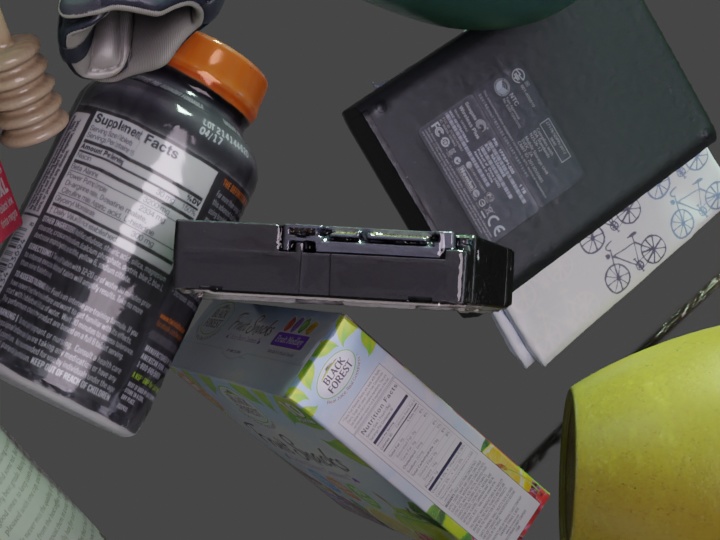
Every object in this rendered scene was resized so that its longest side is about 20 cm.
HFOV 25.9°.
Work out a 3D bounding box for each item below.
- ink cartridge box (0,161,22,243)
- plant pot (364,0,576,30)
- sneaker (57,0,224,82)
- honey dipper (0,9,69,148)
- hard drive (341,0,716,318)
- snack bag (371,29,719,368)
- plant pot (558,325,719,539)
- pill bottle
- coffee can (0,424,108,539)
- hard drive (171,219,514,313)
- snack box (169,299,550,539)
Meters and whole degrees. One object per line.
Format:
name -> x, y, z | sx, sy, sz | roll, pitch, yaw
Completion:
ink cartridge box -> -0.262, -0.086, 0.716 | 0.143, 0.084, 0.202 | -15, 104, 10
plant pot -> 0.064, -0.222, 0.840 | 0.160, 0.198, 0.204 | 16, 82, -59
sneaker -> -0.152, -0.177, 0.771 | 0.200, 0.077, 0.148 | 15, 72, 7
honey dipper -> -0.188, -0.154, 0.740 | 0.038, 0.038, 0.202 | -28, 121, -21
hard drive -> 0.105, -0.086, 0.926 | 0.199, 0.033, 0.141 | -34, 98, -19
snack bag -> 0.122, -0.074, 0.962 | 0.188, 0.021, 0.201 | -37, 104, -19
plant pot -> 0.190, 0.123, 0.918 | 0.140, 0.200, 0.203 | 2, 89, 3
pill bottle -> -0.119, -0.025, 0.810 | 0.106, 0.106, 0.202 | 29, 79, -21
coffee can -> -0.177, 0.179, 0.763 | 0.146, 0.146, 0.201 | -45, 107, -17
hard drive -> 0.000, 0.000, 0.790 | 0.138, 0.200, 0.038 | 3, 88, 11
snack box -> -0.009, 0.079, 0.807 | 0.142, 0.200, 0.053 | 42, 76, -17
